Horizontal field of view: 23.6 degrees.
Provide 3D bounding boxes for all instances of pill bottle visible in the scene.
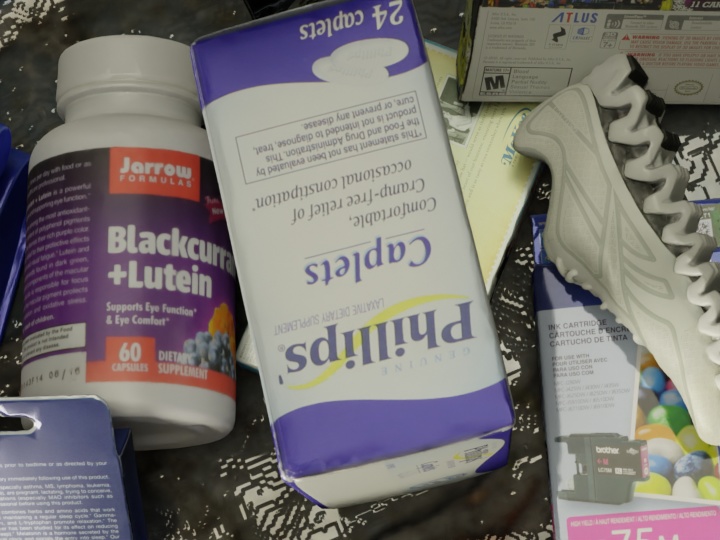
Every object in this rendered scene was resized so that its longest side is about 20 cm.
[{"bbox_3d":[-0.120,-0.014,0.902,0.110,0.112,0.202,-3,75,6],"label":"pill bottle"}]

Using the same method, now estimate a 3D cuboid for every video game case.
[{"bbox_3d":[0.154,-0.156,0.852,0.197,0.182,0.036,0,51,-5],"label":"video game case"}]

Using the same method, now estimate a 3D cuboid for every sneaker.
[{"bbox_3d":[0.139,-0.003,0.862,0.080,0.075,0.202,-23,76,16],"label":"sneaker"}]

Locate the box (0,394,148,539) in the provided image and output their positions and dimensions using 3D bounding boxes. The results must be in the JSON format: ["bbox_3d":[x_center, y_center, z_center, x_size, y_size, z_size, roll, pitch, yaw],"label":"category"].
[{"bbox_3d":[-0.165,0.144,0.862,0.120,0.032,0.202,-2,117,6],"label":"box"}]

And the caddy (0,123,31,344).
[{"bbox_3d":[-0.245,-0.003,0.902,0.104,0.141,0.202,14,80,4],"label":"caddy"}]

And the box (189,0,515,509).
[{"bbox_3d":[0.000,0.000,0.812,0.104,0.184,0.202,-14,78,1],"label":"box"}]

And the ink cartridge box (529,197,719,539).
[{"bbox_3d":[0.153,0.060,0.897,0.118,0.042,0.202,-5,77,5],"label":"ink cartridge box"}]

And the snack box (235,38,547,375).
[{"bbox_3d":[0.023,-0.021,0.927,0.115,0.037,0.202,21,82,9],"label":"snack box"}]

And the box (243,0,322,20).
[{"bbox_3d":[-0.065,-0.251,0.919,0.085,0.164,0.202,-24,78,1],"label":"box"}]
